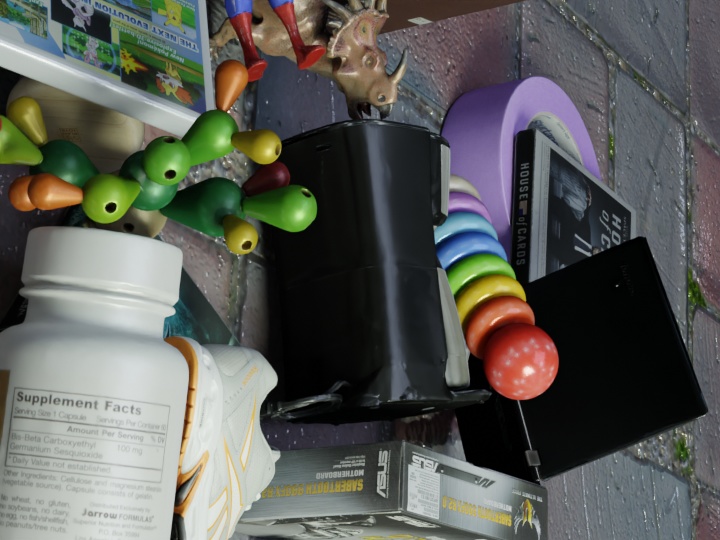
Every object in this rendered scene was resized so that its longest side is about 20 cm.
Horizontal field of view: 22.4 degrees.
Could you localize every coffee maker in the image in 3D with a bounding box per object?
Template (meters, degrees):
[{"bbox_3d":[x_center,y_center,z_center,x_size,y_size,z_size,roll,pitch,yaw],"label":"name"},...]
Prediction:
[{"bbox_3d":[0.000,0.000,1.267,0.192,0.133,0.202,19,62,-69],"label":"coffee maker"}]

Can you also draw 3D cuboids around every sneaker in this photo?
[{"bbox_3d":[-0.090,0.141,1.117,0.091,0.075,0.202,1,102,-42],"label":"sneaker"}]

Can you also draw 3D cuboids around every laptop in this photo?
[{"bbox_3d":[0.160,0.107,1.391,0.188,0.115,0.201,-101,-162,-46],"label":"laptop"}]

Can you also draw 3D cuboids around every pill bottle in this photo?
[{"bbox_3d":[-0.155,0.082,1.016,0.114,0.113,0.202,17,77,-55],"label":"pill bottle"}]

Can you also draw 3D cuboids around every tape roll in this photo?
[{"bbox_3d":[0.145,-0.066,1.603,0.199,0.065,0.202,20,66,-53],"label":"tape roll"}]

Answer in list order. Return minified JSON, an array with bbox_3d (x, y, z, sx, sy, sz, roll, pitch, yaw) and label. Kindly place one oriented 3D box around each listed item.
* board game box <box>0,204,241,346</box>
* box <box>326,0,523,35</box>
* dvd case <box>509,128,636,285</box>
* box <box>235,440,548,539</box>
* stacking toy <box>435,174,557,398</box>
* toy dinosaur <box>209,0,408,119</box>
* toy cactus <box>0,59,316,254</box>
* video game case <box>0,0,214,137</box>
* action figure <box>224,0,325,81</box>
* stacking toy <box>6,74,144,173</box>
[{"bbox_3d":[-0.138,0.055,1.156,0.201,0.028,0.136,56,40,-33],"label":"board game box"},{"bbox_3d":[0.037,-0.228,1.346,0.100,0.198,0.076,10,73,-56],"label":"box"},{"bbox_3d":[0.187,-0.015,1.573,0.200,0.025,0.152,30,58,-50],"label":"dvd case"},{"bbox_3d":[0.015,0.162,1.250,0.199,0.157,0.049,25,61,-53],"label":"box"},{"bbox_3d":[0.090,0.016,1.371,0.085,0.085,0.201,41,12,-45],"label":"stacking toy"},{"bbox_3d":[-0.049,-0.201,1.264,0.201,0.134,0.086,58,38,-30],"label":"toy dinosaur"},{"bbox_3d":[-0.129,-0.055,1.041,0.198,0.165,0.103,2,76,-16],"label":"toy cactus"},{"bbox_3d":[-0.175,-0.181,1.069,0.199,0.022,0.184,20,48,-35],"label":"video game case"},{"bbox_3d":[-0.071,-0.236,1.174,0.065,0.099,0.202,-15,80,-20],"label":"action figure"},{"bbox_3d":[-0.160,-0.159,1.144,0.085,0.085,0.201,49,37,-40],"label":"stacking toy"}]
